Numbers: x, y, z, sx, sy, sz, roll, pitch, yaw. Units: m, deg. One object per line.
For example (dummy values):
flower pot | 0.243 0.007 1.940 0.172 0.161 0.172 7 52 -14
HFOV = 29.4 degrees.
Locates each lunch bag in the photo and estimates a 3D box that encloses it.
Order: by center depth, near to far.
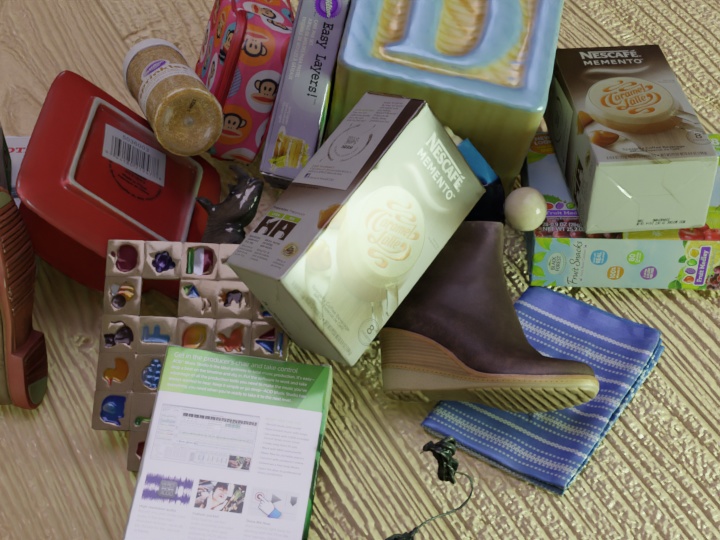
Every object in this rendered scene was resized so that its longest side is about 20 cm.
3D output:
lunch bag | -0.127 -0.200 1.427 0.081 0.177 0.200 13 26 -15

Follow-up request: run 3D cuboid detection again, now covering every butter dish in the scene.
butter dish | -0.251 -0.053 1.311 0.199 0.148 0.201 33 39 -23

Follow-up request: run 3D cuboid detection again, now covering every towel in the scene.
towel | 0.164 0.097 1.207 0.144 0.024 0.200 23 51 26

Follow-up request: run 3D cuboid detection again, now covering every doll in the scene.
doll | 0.075 -0.066 1.269 0.198 0.138 0.048 8 18 24

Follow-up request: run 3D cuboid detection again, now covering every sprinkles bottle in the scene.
sprinkles bottle | -0.185 -0.172 1.337 0.068 0.069 0.200 -16 26 -12

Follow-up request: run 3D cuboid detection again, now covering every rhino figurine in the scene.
rhino figurine | -0.111 -0.005 1.254 0.087 0.060 0.202 -17 69 26

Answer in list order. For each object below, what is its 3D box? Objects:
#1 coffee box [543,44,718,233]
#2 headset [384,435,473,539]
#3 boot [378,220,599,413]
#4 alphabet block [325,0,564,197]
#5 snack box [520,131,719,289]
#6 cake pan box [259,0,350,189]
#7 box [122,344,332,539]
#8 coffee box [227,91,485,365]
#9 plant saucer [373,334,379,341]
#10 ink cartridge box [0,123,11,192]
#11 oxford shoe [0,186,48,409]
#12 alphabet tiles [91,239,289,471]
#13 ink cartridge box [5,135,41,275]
coffee box | 0.246 -0.127 1.283 0.113 0.080 0.201 -3 38 -5
headset | 0.051 0.230 1.031 0.122 0.094 0.201 7 57 11
boot | 0.113 0.033 1.186 0.198 0.072 0.168 2 67 20
alphabet block | 0.079 -0.200 1.328 0.194 0.200 0.197 14 65 0
snack box | 0.257 -0.061 1.320 0.198 0.068 0.170 2 41 2
cake pan box | -0.051 -0.170 1.326 0.052 0.200 0.186 15 89 -1
box | -0.106 0.163 1.113 0.143 0.036 0.202 8 61 4
coffee box | -0.001 -0.038 1.154 0.079 0.115 0.201 15 62 49
plant saucer | 0.000 0.000 1.310 0.198 0.032 0.201 -2 44 2
ink cartridge box | -0.372 -0.122 1.218 0.083 0.201 0.146 -8 45 -5
oxford shoe | -0.325 0.027 1.196 0.074 0.202 0.070 1 15 11
alphabet tiles | -0.145 0.074 1.185 0.165 0.008 0.202 2 78 2
ink cartridge box | -0.387 -0.035 1.335 0.143 0.085 0.201 0 46 4
